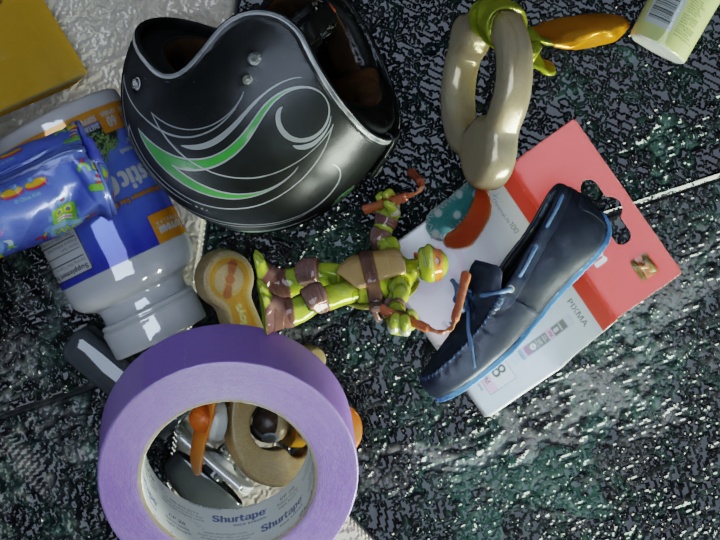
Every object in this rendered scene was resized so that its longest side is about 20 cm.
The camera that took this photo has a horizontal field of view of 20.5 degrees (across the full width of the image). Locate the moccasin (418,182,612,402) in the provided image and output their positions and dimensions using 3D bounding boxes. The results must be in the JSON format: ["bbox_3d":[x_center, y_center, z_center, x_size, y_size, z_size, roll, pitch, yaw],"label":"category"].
[{"bbox_3d":[0.110,0.014,1.579,0.068,0.080,0.200,45,78,-16],"label":"moccasin"}]

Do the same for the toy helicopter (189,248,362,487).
[{"bbox_3d":[-0.092,0.081,1.595,0.132,0.079,0.201,-24,104,-19],"label":"toy helicopter"}]

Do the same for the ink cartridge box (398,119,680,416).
[{"bbox_3d":[0.137,-0.002,1.630,0.200,0.057,0.163,-35,92,9],"label":"ink cartridge box"}]

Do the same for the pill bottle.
[{"bbox_3d":[-0.203,-0.035,1.607,0.112,0.112,0.201,-26,93,4],"label":"pill bottle"}]

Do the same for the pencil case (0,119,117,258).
[{"bbox_3d":[-0.280,-0.044,1.489,0.199,0.087,0.078,-23,74,-15],"label":"pencil case"}]

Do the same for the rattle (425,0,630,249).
[{"bbox_3d":[0.133,-0.110,1.600,0.142,0.130,0.201,7,77,-39],"label":"rattle"}]

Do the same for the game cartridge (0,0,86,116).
[{"bbox_3d":[-0.325,-0.198,1.565,0.032,0.200,0.177,-30,92,37],"label":"game cartridge"}]

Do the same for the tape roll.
[{"bbox_3d":[-0.102,0.144,1.542,0.199,0.066,0.201,-2,116,-3],"label":"tape roll"}]

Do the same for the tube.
[{"bbox_3d":[0.287,-0.265,1.608,0.058,0.052,0.201,27,92,-41],"label":"tube"}]

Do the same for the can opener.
[{"bbox_3d":[-0.168,0.126,1.647,0.200,0.053,0.066,44,95,-1],"label":"can opener"}]

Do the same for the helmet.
[{"bbox_3d":[-0.087,-0.127,1.561,0.190,0.200,0.201,-27,93,22],"label":"helmet"}]

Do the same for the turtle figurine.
[{"bbox_3d":[0.000,0.000,1.549,0.161,0.200,0.065,-10,132,0],"label":"turtle figurine"}]
